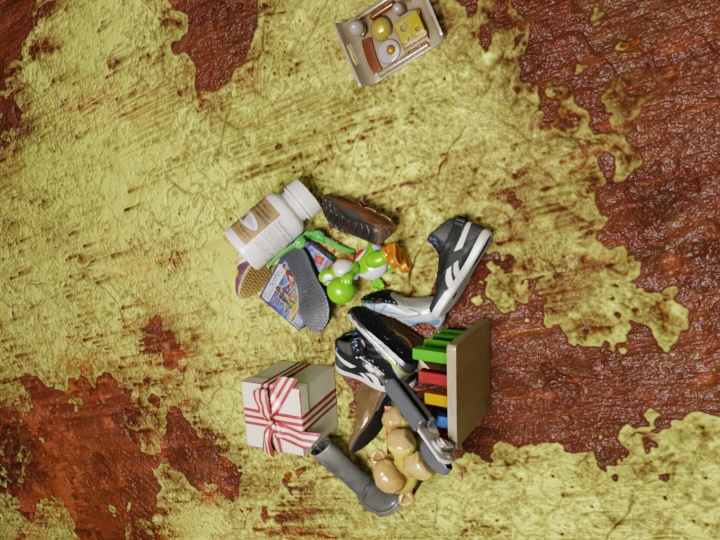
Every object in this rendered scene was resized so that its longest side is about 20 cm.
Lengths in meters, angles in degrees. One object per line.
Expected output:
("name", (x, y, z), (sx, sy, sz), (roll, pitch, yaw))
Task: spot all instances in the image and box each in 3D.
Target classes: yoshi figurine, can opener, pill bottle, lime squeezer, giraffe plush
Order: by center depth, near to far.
("can opener", (0.107, 0.287, 1.089), (0.067, 0.053, 0.200), (-54, 50, 23))
("giraffe plush", (0.090, 0.385, 1.175), (0.162, 0.200, 0.173), (-44, 38, 23))
("yoshi figurine", (0.004, 0.015, 1.252), (0.200, 0.112, 0.113), (-18, 113, 22))
("pill bottle", (-0.190, -0.107, 1.294), (0.200, 0.114, 0.114), (-41, 80, -4))
("lime squeezer", (-0.117, -0.053, 1.306), (0.200, 0.038, 0.071), (-10, 89, -13))

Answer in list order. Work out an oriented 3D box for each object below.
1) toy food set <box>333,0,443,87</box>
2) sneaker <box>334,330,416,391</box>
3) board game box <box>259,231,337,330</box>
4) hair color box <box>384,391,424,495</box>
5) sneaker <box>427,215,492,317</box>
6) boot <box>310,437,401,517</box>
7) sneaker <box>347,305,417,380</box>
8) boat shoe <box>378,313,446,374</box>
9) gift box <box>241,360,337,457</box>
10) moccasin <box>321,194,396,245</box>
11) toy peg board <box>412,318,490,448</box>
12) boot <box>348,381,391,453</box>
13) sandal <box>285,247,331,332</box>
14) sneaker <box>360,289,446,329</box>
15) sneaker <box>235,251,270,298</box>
("toy food set", (0.054, -0.479, 1.160), (0.200, 0.060, 0.144), (-23, 89, 29))
("sneaker", (0.026, 0.195, 1.290), (0.200, 0.073, 0.112), (10, 124, 26))
("board game box", (-0.143, 0.023, 1.377), (0.135, 0.034, 0.200), (39, 114, 15))
("hair color box", (0.103, 0.378, 1.288), (0.061, 0.101, 0.200), (1, 101, 26))
("sneaker", (0.169, -0.014, 1.174), (0.112, 0.073, 0.200), (32, 93, 22))
("boot", (-0.008, 0.467, 1.336), (0.200, 0.073, 0.182), (54, 140, -6))
("sneaker", (0.031, 0.163, 1.230), (0.200, 0.072, 0.083), (47, 123, 22))
("boat shoe", (0.106, 0.175, 1.267), (0.200, 0.073, 0.063), (43, 122, 25))
("gift box", (-0.157, 0.313, 1.358), (0.200, 0.187, 0.185), (-4, 99, 28))
("moccasin", (-0.007, -0.119, 1.259), (0.201, 0.078, 0.074), (23, 127, 41))
("toy peg board", (0.182, 0.211, 1.160), (0.098, 0.200, 0.199), (4, 103, 30))
("boot", (0.015, 0.330, 1.351), (0.075, 0.074, 0.200), (36, 108, 33))
("sandal", (-0.110, 0.040, 1.326), (0.076, 0.043, 0.200), (-19, 81, 20))
("sneaker", (0.088, 0.086, 1.256), (0.200, 0.072, 0.073), (8, 117, 30))
("sneaker", (-0.265, -0.033, 1.405), (0.090, 0.075, 0.200), (24, 96, 41))
